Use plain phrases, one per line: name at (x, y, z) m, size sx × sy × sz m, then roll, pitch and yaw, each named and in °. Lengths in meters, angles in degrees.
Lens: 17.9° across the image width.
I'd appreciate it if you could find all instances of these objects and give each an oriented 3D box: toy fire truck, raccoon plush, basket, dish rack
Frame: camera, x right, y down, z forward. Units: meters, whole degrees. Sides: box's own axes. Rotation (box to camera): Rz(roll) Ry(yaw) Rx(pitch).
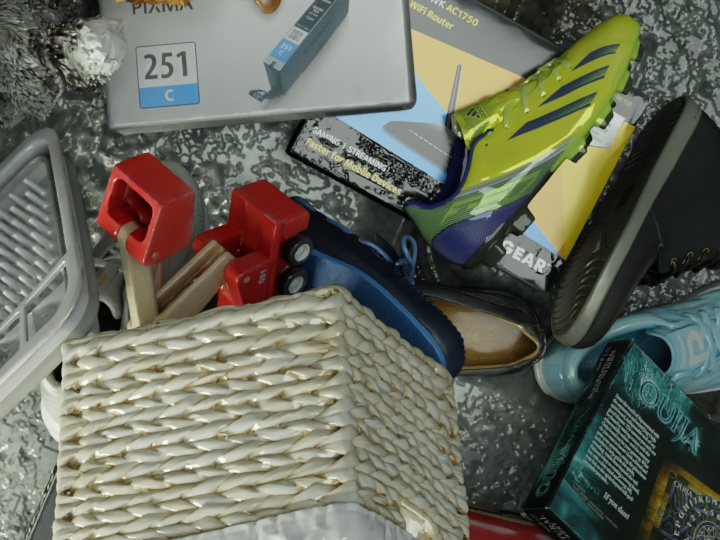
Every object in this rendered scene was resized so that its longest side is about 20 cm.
toy fire truck at (-0.098, 0.010, 1.412) m, size 0.140 × 0.049 × 0.201 m, roll -23°, pitch 137°, yaw -38°
raccoon plush at (-0.240, -0.157, 1.409) m, size 0.133 × 0.200 × 0.098 m, roll 11°, pitch 74°, yaw -29°
basket at (-0.052, 0.123, 1.325) m, size 0.198 × 0.198 × 0.162 m, roll -12°, pitch 66°, yaw 21°
dish rack at (-0.223, 0.021, 1.414) m, size 0.172 × 0.201 × 0.043 m, roll -43°, pitch 126°, yaw 18°

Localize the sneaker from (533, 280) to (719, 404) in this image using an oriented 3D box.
sneaker at (0.220, 0.055, 1.541) m, size 0.198 × 0.082 × 0.075 m, roll -17°, pitch 97°, yaw -7°

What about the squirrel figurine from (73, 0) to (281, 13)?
squirrel figurine at (-0.124, -0.216, 1.394) m, size 0.186 × 0.142 × 0.201 m, roll 27°, pitch 45°, yaw -3°

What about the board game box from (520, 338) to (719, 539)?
board game box at (0.203, 0.159, 1.488) m, size 0.200 × 0.028 × 0.136 m, roll 44°, pitch 61°, yaw -24°

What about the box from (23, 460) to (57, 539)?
box at (-0.134, 0.171, 1.515) m, size 0.159 × 0.044 × 0.201 m, roll 23°, pitch 90°, yaw -9°

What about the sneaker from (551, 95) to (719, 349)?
sneaker at (0.210, -0.012, 1.516) m, size 0.106 × 0.075 × 0.201 m, roll 38°, pitch 66°, yaw -12°

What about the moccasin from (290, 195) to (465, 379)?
moccasin at (0.000, 0.000, 1.463) m, size 0.068 × 0.200 × 0.081 m, roll -27°, pitch 143°, yaw -36°

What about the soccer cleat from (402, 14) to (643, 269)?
soccer cleat at (0.106, -0.094, 1.470) m, size 0.084 × 0.065 × 0.201 m, roll 38°, pitch 86°, yaw 0°

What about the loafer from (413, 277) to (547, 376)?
loafer at (0.027, 0.036, 1.516) m, size 0.198 × 0.072 × 0.074 m, roll 0°, pitch 95°, yaw -8°

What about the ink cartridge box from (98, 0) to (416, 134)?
ink cartridge box at (-0.069, -0.185, 1.473) m, size 0.198 × 0.045 × 0.178 m, roll -5°, pitch 88°, yaw 4°

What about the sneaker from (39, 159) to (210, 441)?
sneaker at (-0.150, 0.010, 1.451) m, size 0.075 × 0.092 × 0.201 m, roll 13°, pitch 66°, yaw 10°

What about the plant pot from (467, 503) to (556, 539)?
plant pot at (0.030, 0.235, 1.467) m, size 0.199 × 0.200 × 0.184 m, roll 13°, pitch 87°, yaw -9°

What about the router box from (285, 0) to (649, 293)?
router box at (0.070, -0.097, 1.523) m, size 0.199 × 0.051 × 0.150 m, roll 28°, pitch 89°, yaw -8°
